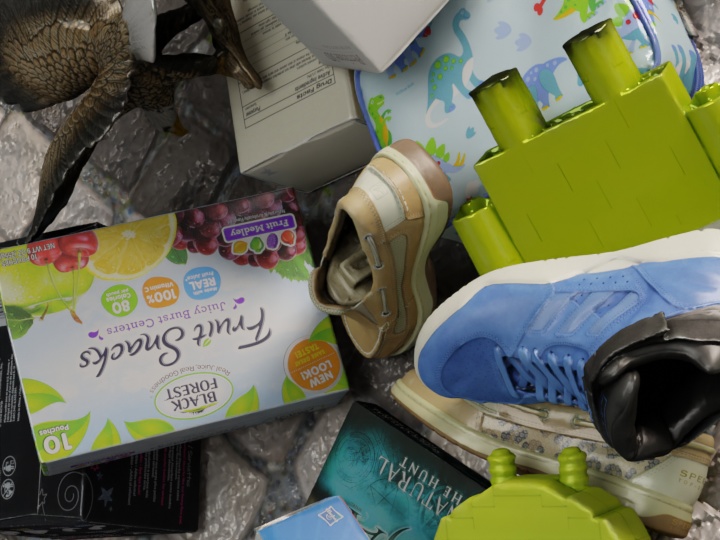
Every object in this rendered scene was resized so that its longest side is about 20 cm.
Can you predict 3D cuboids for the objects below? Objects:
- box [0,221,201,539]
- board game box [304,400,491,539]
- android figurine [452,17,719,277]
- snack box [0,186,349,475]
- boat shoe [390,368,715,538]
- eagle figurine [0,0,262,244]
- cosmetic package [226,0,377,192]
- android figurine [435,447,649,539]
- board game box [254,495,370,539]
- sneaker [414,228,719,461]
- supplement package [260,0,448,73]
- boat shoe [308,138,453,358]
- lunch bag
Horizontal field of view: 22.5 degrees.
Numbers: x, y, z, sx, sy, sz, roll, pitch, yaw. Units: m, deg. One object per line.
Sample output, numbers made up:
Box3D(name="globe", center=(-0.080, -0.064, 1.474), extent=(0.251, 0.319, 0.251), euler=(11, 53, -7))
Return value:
Box3D(name="box", center=(-0.190, 0.082, 1.258), extent=(0.132, 0.115, 0.201), euler=(-10, 73, 38))
Box3D(name="board game box", center=(0.042, 0.184, 1.106), extent=(0.200, 0.028, 0.136), euler=(31, 99, 38))
Box3D(name="android figurine", center=(0.145, -0.032, 1.006), extent=(0.182, 0.041, 0.200), euler=(-24, 100, 26))
Box3D(name="snack box", center=(-0.122, 0.038, 1.162), extent=(0.053, 0.199, 0.143), euler=(120, 135, -72))
Box3D(name="boat shoe", center=(0.110, 0.091, 1.050), extent=(0.200, 0.073, 0.063), euler=(22, 89, 28))
Box3D(name="eagle figurine", center=(-0.167, -0.121, 1.189), extent=(0.200, 0.151, 0.152), euler=(-22, 22, 11))
Box3D(name="cosmetic package", center=(-0.035, -0.165, 1.213), extent=(0.105, 0.071, 0.201), euler=(-21, 68, 34))
Box3D(name="android figurine", center=(0.104, 0.196, 0.988), extent=(0.182, 0.041, 0.201), euler=(-8, 89, 37))
Box3D(name="board game box", center=(0.008, 0.263, 1.027), extent=(0.200, 0.056, 0.196), euler=(53, 154, 33))
Box3D(name="sneaker", center=(0.115, 0.052, 0.955), extent=(0.199, 0.077, 0.111), euler=(-14, 37, 21))
Box3D(name="supplement package", center=(-0.035, -0.226, 1.062), extent=(0.117, 0.200, 0.117), euler=(-48, 19, -7))
Box3D(name="boat shoe", center=(0.000, 0.000, 1.080), extent=(0.076, 0.200, 0.072), euler=(-34, 64, -23))
Box3D(name="lunch bag", center=(0.098, -0.121, 1.091), extent=(0.200, 0.082, 0.161), euler=(-36, 61, 27))
